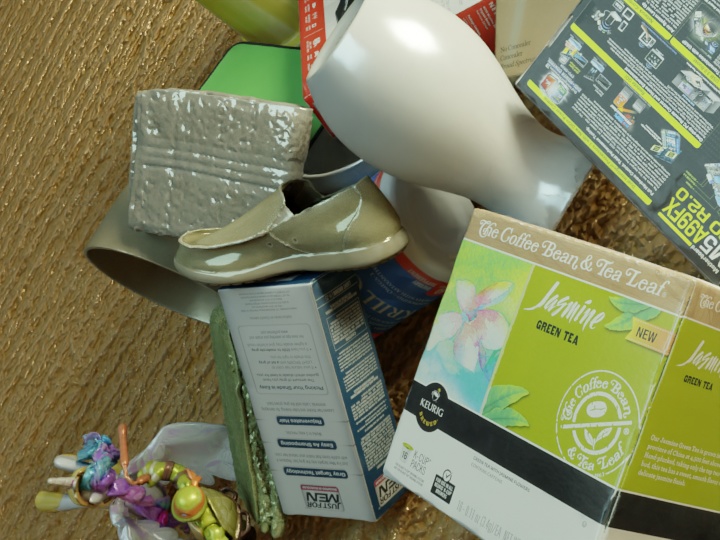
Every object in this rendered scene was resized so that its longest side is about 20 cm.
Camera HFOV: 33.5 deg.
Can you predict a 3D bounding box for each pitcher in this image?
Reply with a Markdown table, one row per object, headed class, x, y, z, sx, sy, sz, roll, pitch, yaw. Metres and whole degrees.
| class | x | y | z | sx | sy | sz | roll | pitch | yaw |
| --- | --- | --- | --- | --- | --- | --- | --- | --- | --- |
| pitcher | 0.056 | -0.113 | 0.892 | 0.122 | 0.199 | 0.171 | -58 | 14 | -8 |

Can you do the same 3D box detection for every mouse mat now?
| class | x | y | z | sx | sy | sz | roll | pitch | yaw |
| --- | --- | --- | --- | --- | --- | --- | --- | --- | --- |
| mouse mat | -0.098 | -0.145 | 1.098 | 0.199 | 0.008 | 0.162 | 17 | 67 | 43 |

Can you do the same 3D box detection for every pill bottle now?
| class | x | y | z | sx | sy | sz | roll | pitch | yaw |
| --- | --- | --- | --- | --- | --- | --- | --- | --- | --- |
| pill bottle | 0.000 | 0.000 | 1.009 | 0.199 | 0.111 | 0.114 | -36 | 50 | 39 |

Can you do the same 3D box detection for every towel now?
| class | x | y | z | sx | sy | sz | roll | pitch | yaw |
| --- | --- | --- | --- | --- | --- | --- | --- | --- | --- |
| towel | -0.123 | -0.084 | 1.024 | 0.198 | 0.034 | 0.135 | 14 | 103 | 35 |
| towel | -0.097 | 0.129 | 1.060 | 0.148 | 0.036 | 0.203 | 177 | 82 | -76 |

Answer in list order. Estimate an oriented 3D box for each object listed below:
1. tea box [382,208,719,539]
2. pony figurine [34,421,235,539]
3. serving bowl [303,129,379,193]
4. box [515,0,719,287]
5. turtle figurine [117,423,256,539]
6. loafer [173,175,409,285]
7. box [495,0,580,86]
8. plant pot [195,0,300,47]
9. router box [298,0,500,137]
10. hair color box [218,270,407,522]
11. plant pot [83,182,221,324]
| class | x | y | z | sx | sy | sz | roll | pitch | yaw |
| --- | --- | --- | --- | --- | --- | --- | --- | --- | --- |
| tea box | 0.145 | 0.087 | 0.771 | 0.199 | 0.133 | 0.199 | 22 | 93 | 53 |
| pony figurine | -0.218 | 0.223 | 1.161 | 0.200 | 0.191 | 0.169 | 155 | 128 | -67 |
| serving bowl | 0.017 | -0.142 | 1.059 | 0.198 | 0.066 | 0.202 | -26 | 40 | 24 |
| box | 0.219 | -0.116 | 0.771 | 0.200 | 0.044 | 0.161 | 49 | 117 | 23 |
| turtle figurine | -0.130 | 0.216 | 1.036 | 0.064 | 0.162 | 0.200 | -40 | 54 | -11 |
| loafer | -0.058 | -0.034 | 0.918 | 0.197 | 0.076 | 0.069 | -7 | 103 | 23 |
| box | 0.159 | -0.243 | 0.904 | 0.094 | 0.077 | 0.203 | -7 | 81 | 49 |
| plant pot | -0.092 | -0.314 | 1.189 | 0.200 | 0.187 | 0.204 | -24 | 58 | 45 |
| router box | 0.034 | -0.228 | 1.025 | 0.178 | 0.049 | 0.201 | -26 | 40 | 18 |
| hair color box | -0.035 | 0.096 | 0.960 | 0.099 | 0.060 | 0.203 | -3 | 108 | 37 |
| plant pot | -0.151 | -0.069 | 1.194 | 0.186 | 0.186 | 0.202 | 0 | 64 | 51 |
